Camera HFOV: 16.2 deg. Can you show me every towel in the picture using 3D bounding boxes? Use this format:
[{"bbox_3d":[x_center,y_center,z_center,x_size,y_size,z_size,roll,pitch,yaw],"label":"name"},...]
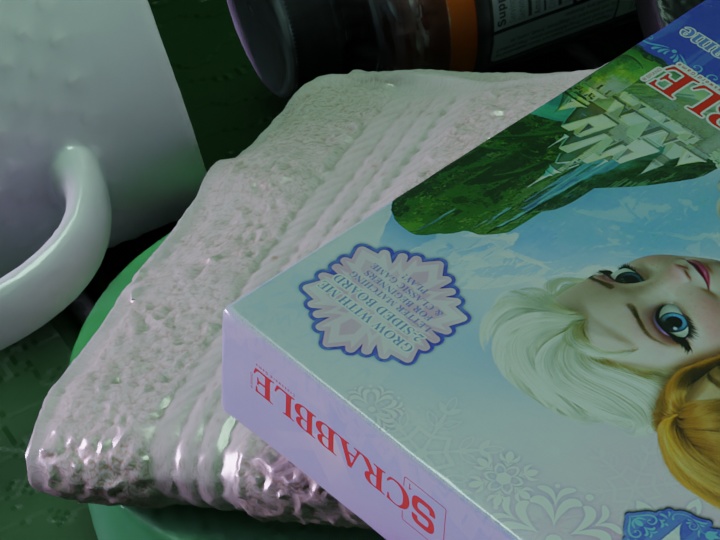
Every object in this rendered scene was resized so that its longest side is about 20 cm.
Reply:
[{"bbox_3d":[0.000,0.000,0.759,0.132,0.035,0.200,1,39,31],"label":"towel"}]

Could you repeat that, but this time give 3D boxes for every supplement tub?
[{"bbox_3d":[0.049,-0.130,0.954,0.199,0.107,0.107,-20,39,-15],"label":"supplement tub"}]

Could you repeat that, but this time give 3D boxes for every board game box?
[{"bbox_3d":[0.102,0.028,0.658,0.199,0.041,0.200,-34,54,-31],"label":"board game box"}]

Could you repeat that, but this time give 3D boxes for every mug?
[{"bbox_3d":[-0.149,-0.044,0.858,0.174,0.148,0.200,-20,47,-4],"label":"mug"}]

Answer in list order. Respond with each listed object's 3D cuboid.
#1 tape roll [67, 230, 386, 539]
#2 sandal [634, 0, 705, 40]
[{"bbox_3d":[0.009,0.040,0.792,0.199,0.048,0.201,-5,38,4],"label":"tape roll"},{"bbox_3d":[0.105,-0.124,0.873,0.075,0.045,0.201,7,55,-19],"label":"sandal"}]
